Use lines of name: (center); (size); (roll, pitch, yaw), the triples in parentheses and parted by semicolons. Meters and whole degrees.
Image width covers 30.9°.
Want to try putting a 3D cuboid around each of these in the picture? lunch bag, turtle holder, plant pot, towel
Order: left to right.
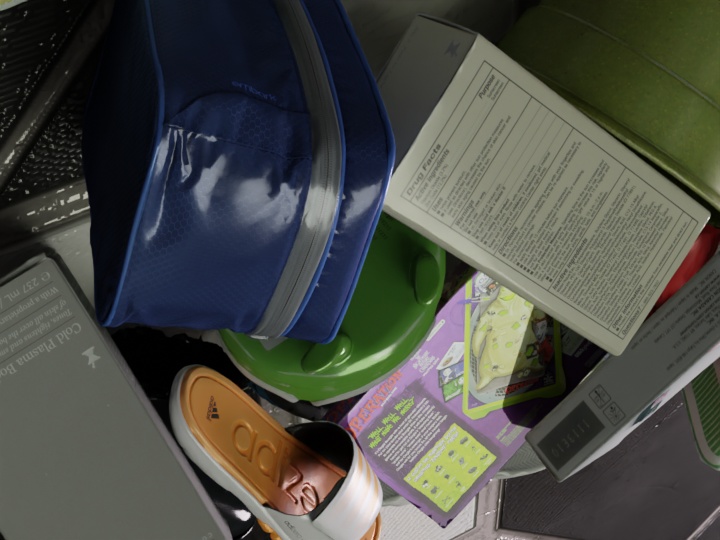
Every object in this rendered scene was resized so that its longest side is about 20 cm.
lunch bag: (-0.061, -0.064, 0.652); (0.131, 0.201, 0.137); (8, 128, -21)
turtle holder: (-0.011, -0.002, 0.819); (0.187, 0.140, 0.132); (-62, 169, -19)
plant pot: (0.199, -0.156, 0.795); (0.199, 0.200, 0.191); (27, 97, -50)
towel: (0.286, 0.044, 1.008); (0.023, 0.154, 0.201); (2, 141, -7)

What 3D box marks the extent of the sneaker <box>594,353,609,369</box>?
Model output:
sneaker: (0.171, 0.047, 1.052); (0.199, 0.067, 0.090); (-33, 148, -2)

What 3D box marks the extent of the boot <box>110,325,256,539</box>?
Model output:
boot: (-0.124, 0.117, 0.876); (0.197, 0.074, 0.163); (11, 127, -36)

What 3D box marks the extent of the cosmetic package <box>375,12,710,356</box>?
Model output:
cosmetic package: (0.091, -0.044, 0.729); (0.199, 0.073, 0.104); (32, 94, -31)

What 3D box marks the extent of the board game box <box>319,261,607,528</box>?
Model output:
board game box: (0.080, 0.067, 0.877); (0.120, 0.032, 0.200); (40, 96, -28)

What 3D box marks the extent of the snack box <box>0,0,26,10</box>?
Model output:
snack box: (-0.161, -0.177, 0.575); (0.198, 0.037, 0.117); (-25, 141, -17)

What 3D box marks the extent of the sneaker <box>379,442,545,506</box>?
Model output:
sneaker: (0.077, 0.140, 1.043); (0.198, 0.075, 0.116); (-12, 170, -7)

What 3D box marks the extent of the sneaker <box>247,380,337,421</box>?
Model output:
sneaker: (-0.001, 0.056, 0.934); (0.199, 0.073, 0.083); (-3, 118, -47)

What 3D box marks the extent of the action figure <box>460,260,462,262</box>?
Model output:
action figure: (0.158, -0.041, 0.964); (0.199, 0.055, 0.119); (-25, 143, -23)

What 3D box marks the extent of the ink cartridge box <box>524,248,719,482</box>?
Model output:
ink cartridge box: (0.220, 0.047, 0.870); (0.173, 0.044, 0.200); (-17, 153, -50)

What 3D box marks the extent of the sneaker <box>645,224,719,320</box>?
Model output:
sneaker: (0.213, 0.006, 0.977); (0.114, 0.078, 0.202); (-13, 128, -21)

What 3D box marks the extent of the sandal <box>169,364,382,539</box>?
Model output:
sandal: (-0.035, 0.125, 0.800); (0.059, 0.080, 0.207); (-18, 136, 31)

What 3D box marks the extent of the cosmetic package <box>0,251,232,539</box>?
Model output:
cosmetic package: (-0.164, 0.100, 0.734); (0.106, 0.201, 0.090); (-34, -174, -8)
